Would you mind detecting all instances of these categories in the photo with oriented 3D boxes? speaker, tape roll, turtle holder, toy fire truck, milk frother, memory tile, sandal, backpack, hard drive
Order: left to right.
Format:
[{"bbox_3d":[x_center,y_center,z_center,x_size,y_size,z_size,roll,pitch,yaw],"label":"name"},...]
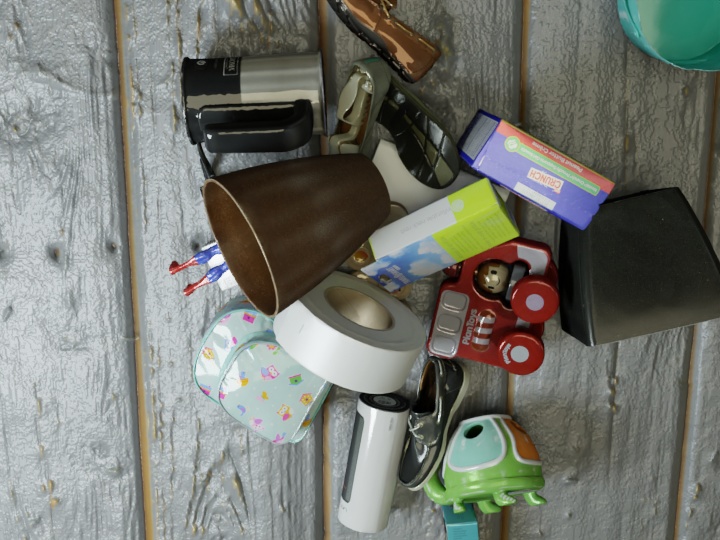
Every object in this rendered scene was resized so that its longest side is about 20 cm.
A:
[{"bbox_3d":[-0.137,-0.184,1.271,0.187,0.181,0.200,-3,147,0],"label":"milk frother"},{"bbox_3d":[-0.137,0.136,1.330,0.199,0.153,0.176,30,107,-1],"label":"backpack"},{"bbox_3d":[-0.015,0.078,1.262,0.201,0.203,0.071,24,112,-6],"label":"tape roll"},{"bbox_3d":[0.000,0.000,1.347,0.152,0.017,0.201,-2,111,3],"label":"memory tile"},{"bbox_3d":[0.020,0.288,1.403,0.081,0.081,0.201,9,104,-3],"label":"speaker"},{"bbox_3d":[0.072,-0.204,1.284,0.080,0.057,0.201,-41,81,32],"label":"sandal"},{"bbox_3d":[0.097,-0.091,1.337,0.199,0.026,0.133,21,103,-5],"label":"hard drive"},{"bbox_3d":[0.182,0.291,1.388,0.140,0.185,0.133,5,68,-32],"label":"turtle holder"},{"bbox_3d":[0.188,0.046,1.324,0.167,0.112,0.201,13,114,5],"label":"toy fire truck"}]

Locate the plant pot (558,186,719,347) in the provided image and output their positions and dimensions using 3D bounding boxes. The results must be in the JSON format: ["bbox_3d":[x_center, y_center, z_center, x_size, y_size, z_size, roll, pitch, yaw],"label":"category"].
[{"bbox_3d":[0.371,-0.013,1.285,0.199,0.200,0.179,-14,92,3],"label":"plant pot"}]

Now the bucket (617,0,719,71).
[{"bbox_3d":[0.439,-0.361,1.219,0.206,0.135,0.209,0,104,-2],"label":"bucket"}]

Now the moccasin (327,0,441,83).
[{"bbox_3d":[0.025,-0.343,1.251,0.201,0.074,0.078,42,91,-7],"label":"moccasin"}]

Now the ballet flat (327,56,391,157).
[{"bbox_3d":[-0.015,-0.195,1.270,0.067,0.064,0.201,35,122,30],"label":"ballet flat"}]

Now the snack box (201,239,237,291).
[{"bbox_3d":[-0.126,-0.037,1.325,0.199,0.024,0.072,-20,103,19],"label":"snack box"}]

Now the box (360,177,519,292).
[{"bbox_3d":[0.103,-0.043,1.251,0.199,0.122,0.048,-25,65,15],"label":"box"}]

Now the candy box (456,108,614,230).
[{"bbox_3d":[0.222,-0.138,1.238,0.168,0.200,0.077,29,102,-8],"label":"candy box"}]

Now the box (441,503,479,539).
[{"bbox_3d":[0.160,0.462,1.446,0.049,0.082,0.201,-6,104,1],"label":"box"}]

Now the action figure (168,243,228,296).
[{"bbox_3d":[-0.168,-0.033,1.297,0.199,0.052,0.066,-25,105,15],"label":"action figure"}]

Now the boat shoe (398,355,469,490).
[{"bbox_3d":[0.093,0.224,1.375,0.067,0.072,0.201,20,90,-38],"label":"boat shoe"}]

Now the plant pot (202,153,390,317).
[{"bbox_3d":[-0.068,-0.069,1.185,0.199,0.187,0.188,-28,104,-21],"label":"plant pot"}]
